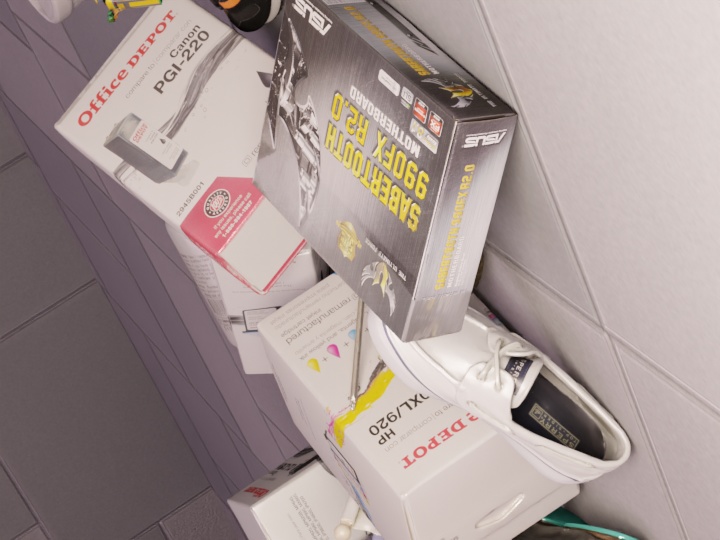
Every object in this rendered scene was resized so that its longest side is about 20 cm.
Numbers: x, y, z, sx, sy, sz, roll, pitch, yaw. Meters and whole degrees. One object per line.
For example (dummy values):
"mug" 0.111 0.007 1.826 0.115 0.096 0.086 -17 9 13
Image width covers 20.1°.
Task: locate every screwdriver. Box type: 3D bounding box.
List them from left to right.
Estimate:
"screwdriver" 0.000 0.000 1.455 0.029 0.028 0.201 2 83 54

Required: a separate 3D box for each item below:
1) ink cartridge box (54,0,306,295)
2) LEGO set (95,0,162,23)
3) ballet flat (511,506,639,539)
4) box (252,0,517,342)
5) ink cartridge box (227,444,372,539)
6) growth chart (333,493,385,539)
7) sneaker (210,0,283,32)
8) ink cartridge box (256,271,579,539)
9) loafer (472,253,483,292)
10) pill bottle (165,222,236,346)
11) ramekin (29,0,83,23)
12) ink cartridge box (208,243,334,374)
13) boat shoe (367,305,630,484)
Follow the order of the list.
"ink cartridge box" -0.109 -0.100 1.514 0.200 0.146 0.085 37 177 34
"LEGO set" -0.213 -0.280 1.452 0.154 0.115 0.201 56 -152 -82
"ballet flat" 0.152 0.215 1.533 0.068 0.069 0.200 22 177 -15
"box" 0.009 -0.076 1.284 0.200 0.048 0.159 47 134 42
"ink cartridge box" -0.010 0.191 1.827 0.084 0.200 0.144 57 167 -3
"growth chart" 0.073 0.216 1.575 0.200 0.145 0.018 31 128 1
"sneaker" -0.113 -0.224 1.445 0.070 0.090 0.200 52 167 21
"ink cartridge box" 0.046 0.103 1.516 0.200 0.147 0.145 48 165 36
"loafer" 0.041 -0.029 1.393 0.068 0.076 0.200 57 157 28
"pill bottle" -0.114 -0.038 1.860 0.200 0.114 0.114 62 167 -22
"ramekin" -0.294 -0.335 1.865 0.203 0.094 0.202 53 167 18
"ink cartridge box" -0.067 -0.024 1.641 0.200 0.086 0.147 76 -168 -60
"boat shoe" 0.098 0.070 1.359 0.200 0.074 0.065 33 157 -14
